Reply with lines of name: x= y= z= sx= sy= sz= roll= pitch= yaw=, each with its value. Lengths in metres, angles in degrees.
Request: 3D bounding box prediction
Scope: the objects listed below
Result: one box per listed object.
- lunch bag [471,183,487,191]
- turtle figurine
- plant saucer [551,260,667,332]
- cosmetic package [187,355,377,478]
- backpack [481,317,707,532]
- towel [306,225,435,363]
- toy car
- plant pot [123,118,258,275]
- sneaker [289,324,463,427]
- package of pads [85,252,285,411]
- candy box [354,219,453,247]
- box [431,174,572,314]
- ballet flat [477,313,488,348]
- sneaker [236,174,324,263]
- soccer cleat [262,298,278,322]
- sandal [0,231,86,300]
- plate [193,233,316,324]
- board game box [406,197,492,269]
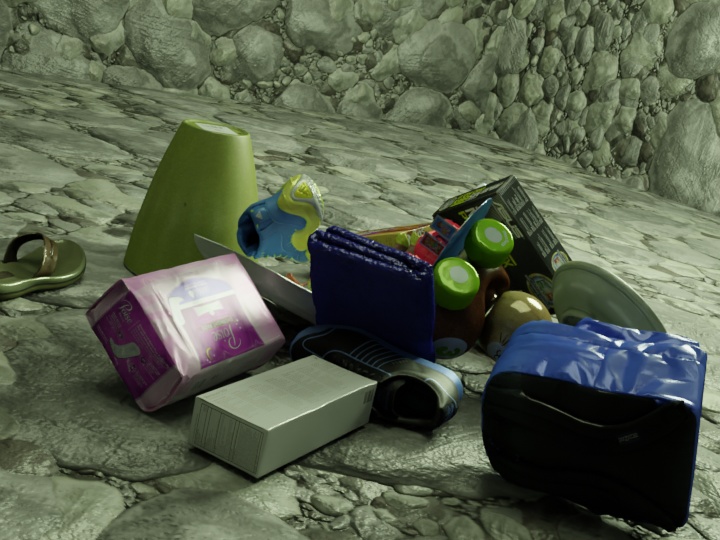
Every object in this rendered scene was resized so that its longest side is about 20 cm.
lunch bag: x=0.229 y=-0.032 z=1.722 sx=0.199 sy=0.128 sz=0.170 roll=40 pitch=16 yaw=2
turtle figurine: x=0.000 y=0.000 z=1.318 sx=0.159 sy=0.065 sz=0.200 roll=-19 pitch=-5 yaw=-16
plant saucer: x=0.308 y=0.082 z=1.349 sx=0.050 sy=0.202 sz=0.199 roll=-39 pitch=39 yaw=-19
cosmetic package: x=-0.068 y=0.133 z=1.002 sx=0.082 sy=0.051 sz=0.199 roll=22 pitch=17 yaw=26
backpack: x=0.220 y=0.133 z=1.004 sx=0.197 sy=0.165 sz=0.168 roll=6 pitch=29 yaw=20
towel: x=0.017 y=0.042 z=1.155 sx=0.145 sy=0.202 sz=0.050 roll=17 pitch=52 yaw=19
toy car: x=0.162 y=0.075 z=1.225 sx=0.199 sy=0.165 sz=0.158 roll=38 pitch=51 yaw=10
plant pot: x=-0.213 y=-0.095 z=1.432 sx=0.184 sy=0.204 sz=0.187 roll=11 pitch=14 yaw=-3
sneaker: x=0.010 y=0.111 z=1.115 sx=0.197 sy=0.071 sz=0.078 roll=15 pitch=15 yaw=14
package of pads: x=-0.168 y=0.058 z=1.065 sx=0.121 sy=0.075 sz=0.199 roll=56 pitch=27 yaw=8
candy box: x=0.031 y=-0.030 z=1.523 sx=0.115 sy=0.058 sz=0.198 roll=-15 pitch=8 yaw=-40
box: x=0.209 y=-0.025 z=1.480 sx=0.044 sy=0.201 sz=0.159 roll=-43 pitch=14 yaw=-28
ballet flat: x=0.240 y=0.103 z=1.371 sx=0.198 sy=0.071 sz=0.069 roll=22 pitch=17 yaw=36
sneaker: x=-0.102 y=-0.049 z=1.267 sx=0.104 sy=0.077 sz=0.201 roll=-23 pitch=-18 yaw=-12
soccer cleat: x=-0.163 y=0.036 z=1.215 sx=0.069 sy=0.088 sz=0.198 roll=23 pitch=18 yaw=37
sandal: x=-0.390 y=-0.013 z=1.259 sx=0.079 sy=0.058 sz=0.201 roll=16 pitch=15 yaw=14
plate: x=-0.092 y=0.028 z=1.291 sx=0.198 sy=0.033 sz=0.199 roll=32 pitch=-6 yaw=-38
board game box: x=0.081 y=-0.015 z=1.251 sx=0.039 sy=0.201 sz=0.158 roll=38 pitch=24 yaw=8
